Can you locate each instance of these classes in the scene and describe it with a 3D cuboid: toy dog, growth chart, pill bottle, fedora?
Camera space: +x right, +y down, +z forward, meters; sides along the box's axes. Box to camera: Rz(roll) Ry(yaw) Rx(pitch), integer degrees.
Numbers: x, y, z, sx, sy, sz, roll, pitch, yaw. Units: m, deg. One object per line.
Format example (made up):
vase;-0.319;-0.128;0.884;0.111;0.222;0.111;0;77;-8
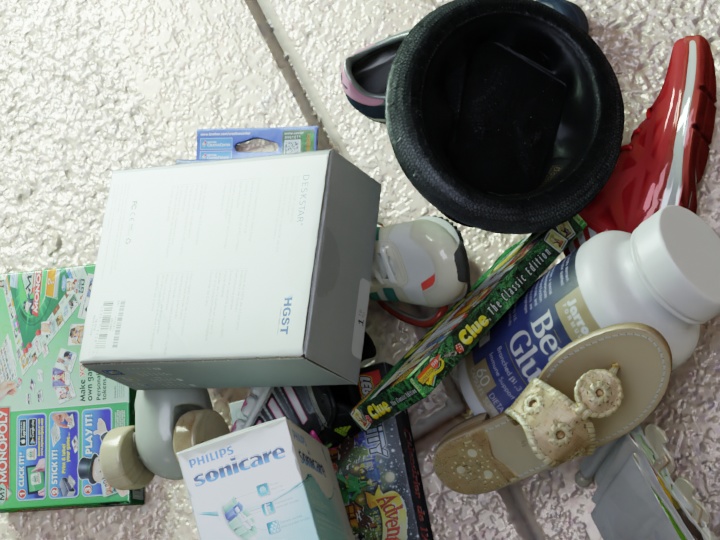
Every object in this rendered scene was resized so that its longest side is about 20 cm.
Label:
toy dog;-0.131;0.085;1.554;0.131;0.096;0.201;14;79;34
growth chart;0.216;0.195;1.412;0.018;0.145;0.201;-17;71;-27
pill bottle;0.172;0.041;1.428;0.200;0.111;0.111;-41;67;34
fedora;0.098;-0.104;1.482;0.199;0.092;0.202;6;64;-13

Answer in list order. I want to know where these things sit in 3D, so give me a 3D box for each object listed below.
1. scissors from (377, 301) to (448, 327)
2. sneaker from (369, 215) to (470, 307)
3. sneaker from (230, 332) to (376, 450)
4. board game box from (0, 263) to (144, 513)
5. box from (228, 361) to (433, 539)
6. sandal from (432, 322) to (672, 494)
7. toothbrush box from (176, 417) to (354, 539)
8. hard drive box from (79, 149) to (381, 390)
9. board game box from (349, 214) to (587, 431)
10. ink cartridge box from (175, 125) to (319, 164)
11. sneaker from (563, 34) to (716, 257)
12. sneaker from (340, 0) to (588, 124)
scissors;-0.007;-0.023;1.594;0.199;0.014;0.073;28;94;24
sneaker;0.000;0.000;1.491;0.199;0.093;0.071;12;118;56
sneaker;-0.042;0.121;1.506;0.087;0.074;0.201;11;79;29
board game box;-0.246;0.097;1.654;0.134;0.029;0.201;-5;78;21
box;-0.019;0.185;1.547;0.136;0.038;0.201;-16;75;17
sandal;0.128;0.116;1.376;0.211;0.070;0.078;-34;106;36
toothbrush box;-0.047;0.216;1.379;0.085;0.146;0.201;-18;75;7
hard drive box;-0.095;0.003;1.456;0.199;0.077;0.157;-3;70;31
board game box;0.079;0.035;1.450;0.023;0.105;0.200;46;58;-1
ink cartridge box;-0.098;-0.022;1.612;0.119;0.042;0.201;1;79;25
sneaker;0.198;-0.084;1.495;0.115;0.078;0.201;8;82;20
sneaker;0.078;-0.166;1.552;0.199;0.082;0.071;-20;74;15
